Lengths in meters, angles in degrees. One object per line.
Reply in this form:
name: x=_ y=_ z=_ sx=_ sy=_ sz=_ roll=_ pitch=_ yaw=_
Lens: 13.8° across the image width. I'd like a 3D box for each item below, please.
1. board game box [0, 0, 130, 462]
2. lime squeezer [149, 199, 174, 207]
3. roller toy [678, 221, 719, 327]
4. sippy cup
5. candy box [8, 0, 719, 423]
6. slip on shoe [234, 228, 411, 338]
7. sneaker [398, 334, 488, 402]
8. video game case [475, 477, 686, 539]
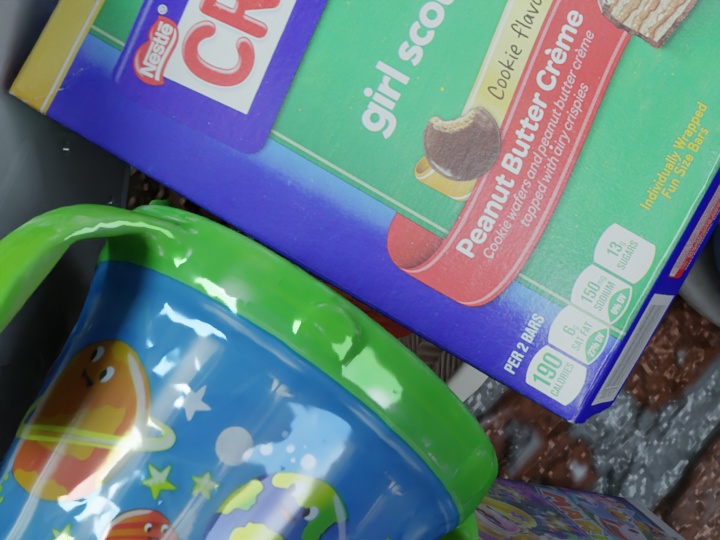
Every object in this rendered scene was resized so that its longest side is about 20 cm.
board game box: x=-0.117 y=-0.007 z=0.925 sx=0.200 sy=0.026 sz=0.201 roll=5 pitch=91 yaw=-77
lime squeezer: x=-0.081 y=0.059 z=0.974 sx=0.038 sy=0.071 sz=0.201 roll=5 pitch=68 yaw=-7
roller toy: x=0.201 y=-0.052 z=1.126 sx=0.182 sy=0.140 sz=0.201 roll=-2 pitch=107 yaw=-39
sippy cup: x=-0.050 y=0.073 z=0.875 sx=0.178 sy=0.140 sz=0.131 roll=34 pitch=76 yaw=4
candy box: x=0.025 y=-0.077 z=0.895 sx=0.200 sy=0.077 sz=0.170 roll=30 pitch=95 yaw=12
slip on shoe: x=0.000 y=0.000 z=1.002 sx=0.074 sy=0.061 sz=0.200 roll=-3 pitch=143 yaw=-39
sneaker: x=0.069 y=-0.013 z=1.035 sx=0.084 sy=0.200 sz=0.075 roll=-3 pitch=59 yaw=-32
video game case: x=0.064 y=0.110 z=1.055 sx=0.199 sy=0.143 sz=0.018 roll=12 pitch=107 yaw=-39
